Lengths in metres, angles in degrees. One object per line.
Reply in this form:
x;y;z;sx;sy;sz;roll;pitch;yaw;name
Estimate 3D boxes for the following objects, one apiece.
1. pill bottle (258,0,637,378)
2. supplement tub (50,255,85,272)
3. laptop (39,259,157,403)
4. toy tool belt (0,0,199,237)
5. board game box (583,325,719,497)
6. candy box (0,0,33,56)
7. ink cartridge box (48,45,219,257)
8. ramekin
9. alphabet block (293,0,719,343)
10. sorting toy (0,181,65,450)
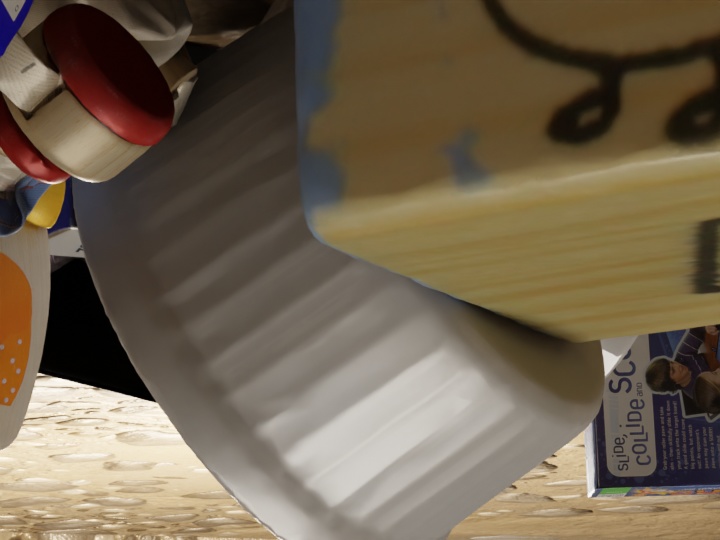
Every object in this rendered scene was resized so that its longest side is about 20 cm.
0.029;-0.028;0.891;0.200;0.111;0.111;29;159;-10;pill bottle
-0.211;-0.039;0.981;0.200;0.107;0.107;-1;166;-4;supplement tub
-0.092;0.010;1.061;0.187;0.116;0.200;12;176;28;laptop
-0.119;-0.067;0.651;0.123;0.200;0.125;-38;124;18;toy tool belt
0.176;0.011;1.030;0.135;0.200;0.034;-1;166;0;board game box
-0.170;-0.143;0.470;0.200;0.077;0.169;26;169;8;candy box
-0.084;-0.053;0.948;0.200;0.100;0.039;3;159;-23;ink cartridge box
0.000;0.000;0.734;0.098;0.201;0.200;-34;154;19;ramekin
0.111;-0.094;0.616;0.200;0.196;0.196;-10;166;29;alphabet block
-0.217;-0.040;0.716;0.200;0.107;0.180;37;-168;37;sorting toy
